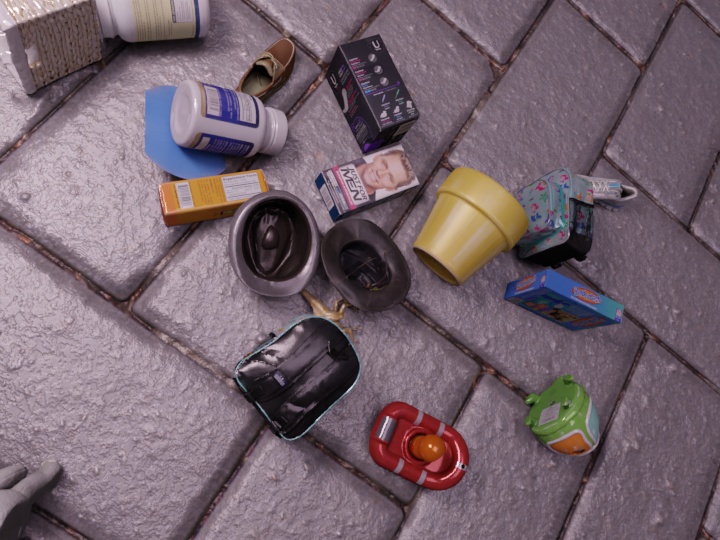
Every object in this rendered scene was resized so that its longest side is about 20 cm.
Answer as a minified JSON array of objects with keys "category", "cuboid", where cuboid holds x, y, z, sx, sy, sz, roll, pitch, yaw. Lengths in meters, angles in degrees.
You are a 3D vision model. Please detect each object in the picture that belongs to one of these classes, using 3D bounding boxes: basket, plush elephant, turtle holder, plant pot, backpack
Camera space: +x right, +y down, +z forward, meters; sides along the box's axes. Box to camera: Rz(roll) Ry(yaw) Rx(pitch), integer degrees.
[{"category":"basket","cuboid":[-0.582,-0.463,0.960,0.161,0.198,0.200,-38,91,-26]},{"category":"plush elephant","cuboid":[-0.574,0.361,0.803,0.154,0.200,0.166,12,81,3]},{"category":"turtle holder","cuboid":[0.434,0.310,1.176,0.141,0.186,0.132,-43,93,10]},{"category":"plant pot","cuboid":[0.215,-0.080,1.157,0.201,0.201,0.189,42,84,-6]},{"category":"backpack","cuboid":[0.428,-0.127,1.240,0.150,0.177,0.201,23,68,-18]},{"category":"backpack","cuboid":[-0.106,0.178,0.996,0.200,0.153,0.176,-39,92,-7]}]

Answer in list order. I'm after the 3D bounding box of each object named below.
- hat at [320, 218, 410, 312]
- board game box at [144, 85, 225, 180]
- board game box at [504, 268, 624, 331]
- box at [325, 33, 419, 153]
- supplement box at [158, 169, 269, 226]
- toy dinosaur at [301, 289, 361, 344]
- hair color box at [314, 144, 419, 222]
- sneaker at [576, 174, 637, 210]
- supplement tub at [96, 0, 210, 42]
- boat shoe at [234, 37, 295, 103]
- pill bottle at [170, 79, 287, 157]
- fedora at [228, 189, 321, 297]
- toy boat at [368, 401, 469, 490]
[{"category":"hat","cuboid":[0.000,0.000,1.109,0.199,0.081,0.202,10,63,-21]},{"category":"board game box","cuboid":[-0.345,-0.259,1.072,0.157,0.039,0.201,8,67,-38]},{"category":"board game box","cuboid":[0.443,0.070,1.212,0.199,0.152,0.045,25,71,-13]},{"category":"box","cuboid":[0.023,-0.376,1.184,0.106,0.122,0.201,-25,87,-22]},{"category":"supplement box","cuboid":[-0.279,-0.140,1.058,0.199,0.067,0.069,-10,78,-21]},{"category":"toy dinosaur","cuboid":[-0.058,0.092,1.086,0.101,0.058,0.201,-28,88,-21]},{"category":"hair color box","cuboid":[0.015,-0.187,1.172,0.199,0.060,0.101,-24,87,-23]},{"category":"sneaker","cuboid":[0.592,-0.204,1.361,0.198,0.087,0.076,6,77,-16]},{"category":"supplement tub","cuboid":[-0.402,-0.519,1.058,0.199,0.145,0.146,-14,83,-21]},{"category":"boat shoe","cuboid":[-0.193,-0.407,1.143,0.075,0.074,0.201,32,70,-10]},{"category":"pill bottle","cuboid":[-0.246,-0.281,1.054,0.199,0.119,0.121,3,76,-40]},{"category":"fedora","cuboid":[-0.169,-0.050,1.058,0.176,0.090,0.202,0,87,-21]},{"category":"toy boat","cuboid":[0.121,0.338,1.052,0.199,0.131,0.131,29,71,-11]}]
